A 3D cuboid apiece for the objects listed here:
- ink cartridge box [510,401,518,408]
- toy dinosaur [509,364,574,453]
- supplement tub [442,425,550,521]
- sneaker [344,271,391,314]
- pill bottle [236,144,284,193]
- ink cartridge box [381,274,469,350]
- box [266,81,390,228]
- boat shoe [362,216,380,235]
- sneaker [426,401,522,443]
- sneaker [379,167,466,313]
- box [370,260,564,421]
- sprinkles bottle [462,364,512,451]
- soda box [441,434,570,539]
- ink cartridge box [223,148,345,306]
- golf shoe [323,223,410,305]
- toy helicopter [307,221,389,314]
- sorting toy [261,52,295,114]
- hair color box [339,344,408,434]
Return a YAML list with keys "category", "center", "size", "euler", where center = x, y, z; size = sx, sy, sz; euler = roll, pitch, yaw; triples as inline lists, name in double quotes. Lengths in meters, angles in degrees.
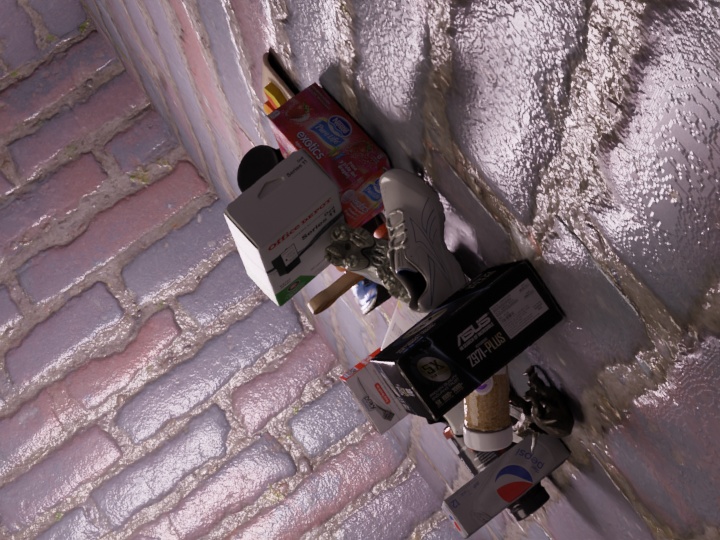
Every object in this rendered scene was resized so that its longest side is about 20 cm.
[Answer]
- category: "ink cartridge box"
  center: [0.167, 0.153, 1.835]
  size: [0.198, 0.051, 0.109]
  euler: [24, 180, -17]
- category: "toy dinosaur"
  center: [0.255, 0.191, 1.586]
  size: [0.102, 0.077, 0.200]
  euler: [44, 167, -7]
- category: "supplement tub"
  center: [0.235, 0.323, 1.978]
  size: [0.201, 0.106, 0.107]
  euler: [54, 171, 8]
- category: "sneaker"
  center: [0.008, 0.014, 1.957]
  size: [0.090, 0.078, 0.200]
  euler: [57, 172, -11]
- category: "pill bottle"
  center: [-0.104, -0.132, 1.877]
  size: [0.199, 0.112, 0.112]
  euler: [21, -157, -53]
- category: "ink cartridge box"
  center: [0.111, 0.062, 1.653]
  size: [0.117, 0.067, 0.202]
  euler: [47, 129, 40]
- category: "box"
  center: [-0.041, -0.167, 1.705]
  size: [0.200, 0.095, 0.100]
  euler: [48, 168, 34]
- category: "boat shoe"
  center: [-0.017, -0.126, 1.839]
  size: [0.201, 0.060, 0.074]
  euler: [58, -147, -14]
- category: "sneaker"
  center: [0.192, 0.245, 1.862]
  size: [0.198, 0.080, 0.074]
  euler: [21, 156, 25]
- category: "sneaker"
  center: [0.070, -0.038, 1.511]
  size: [0.074, 0.087, 0.202]
  euler: [-29, 81, 44]
- category: "box"
  center: [0.125, 0.083, 1.415]
  size: [0.087, 0.199, 0.164]
  euler: [53, 171, -3]
- category: "sprinkles bottle"
  center: [0.166, 0.138, 1.566]
  size: [0.068, 0.067, 0.203]
  euler: [-149, 52, -68]
- category: "soda box"
  center: [0.218, 0.316, 1.751]
  size: [0.064, 0.199, 0.068]
  euler: [52, 169, 16]
- category: "ink cartridge box"
  center: [-0.099, -0.057, 1.638]
  size: [0.083, 0.146, 0.200]
  euler: [45, 167, 21]
- category: "golf shoe"
  center: [0.049, -0.005, 1.623]
  size: [0.199, 0.079, 0.097]
  euler: [28, -178, 22]
- category: "toy helicopter"
  center: [0.000, 0.000, 1.757]
  size: [0.079, 0.199, 0.132]
  euler: [53, -172, 11]
- category: "sorting toy"
  center: [-0.114, -0.253, 1.964]
  size: [0.201, 0.036, 0.185]
  euler: [55, 171, 4]
- category: "hair color box"
  center: [0.077, 0.167, 1.942]
  size: [0.112, 0.199, 0.064]
  euler: [56, 170, -7]
